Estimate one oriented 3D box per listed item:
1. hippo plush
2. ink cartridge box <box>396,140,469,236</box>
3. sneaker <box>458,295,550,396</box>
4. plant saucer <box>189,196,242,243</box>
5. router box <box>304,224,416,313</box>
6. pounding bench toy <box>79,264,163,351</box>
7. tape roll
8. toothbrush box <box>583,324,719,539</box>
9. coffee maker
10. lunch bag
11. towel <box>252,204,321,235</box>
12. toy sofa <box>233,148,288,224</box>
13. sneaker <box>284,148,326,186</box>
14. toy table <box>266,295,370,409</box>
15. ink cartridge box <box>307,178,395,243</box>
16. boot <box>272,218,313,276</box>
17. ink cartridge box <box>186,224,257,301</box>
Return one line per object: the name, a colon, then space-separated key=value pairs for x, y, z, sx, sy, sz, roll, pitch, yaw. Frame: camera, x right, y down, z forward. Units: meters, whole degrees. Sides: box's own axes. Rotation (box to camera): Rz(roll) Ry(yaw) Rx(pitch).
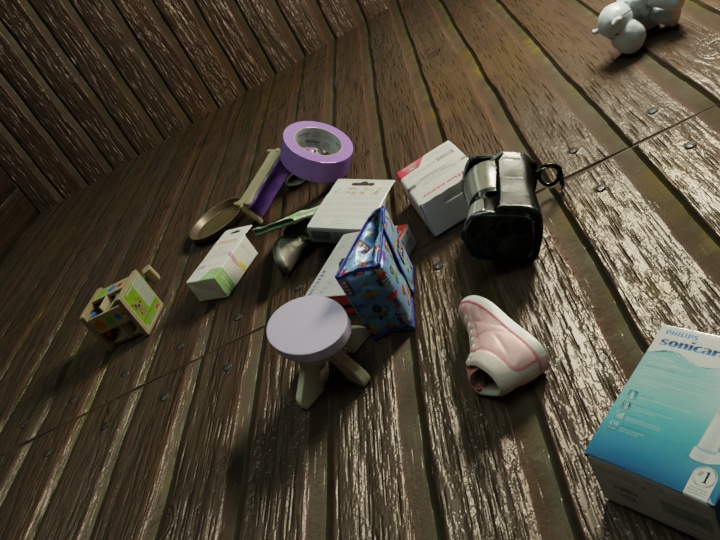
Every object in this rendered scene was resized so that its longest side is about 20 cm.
hippo plush: x=0.612 y=-0.585 z=1.489 sx=0.162 sy=0.200 sz=0.159 roll=-48 pitch=11 yaw=-13
ink cartridge box: x=0.173 y=-0.177 z=1.412 sx=0.142 sy=0.085 sz=0.201 roll=-31 pitch=29 yaw=4
sneaker: x=0.180 y=0.112 z=0.991 sx=0.103 sy=0.077 sz=0.200 roll=-33 pitch=33 yaw=-11
plant saucer: x=-0.431 y=-0.150 z=2.026 sx=0.196 sy=0.030 sz=0.202 roll=-26 pitch=30 yaw=16
router box: x=0.000 y=0.000 z=1.361 sx=0.176 sy=0.049 sz=0.202 roll=-7 pitch=39 yaw=38
pounding bench toy: x=-0.624 y=0.087 z=1.773 sx=0.152 sy=0.126 sz=0.203 roll=-22 pitch=31 yaw=19
tape roll: x=-0.120 y=-0.325 z=1.823 sx=0.193 sy=0.067 sz=0.203 roll=10 pitch=42 yaw=-9
toothbrush box: x=0.360 y=0.169 z=0.722 sx=0.201 sy=0.086 sz=0.144 roll=-48 pitch=32 yaw=-23
coffee maker: x=0.271 y=-0.119 z=1.181 sx=0.187 sy=0.136 sz=0.203 roll=-20 pitch=32 yaw=20
lunch bag: x=0.044 y=-0.006 z=1.223 sx=0.092 sy=0.153 sz=0.203 roll=-15 pitch=34 yaw=26
towel: x=-0.153 y=-0.132 z=1.638 sx=0.149 sy=0.024 sz=0.198 roll=-14 pitch=8 yaw=38
toy sofa: x=-0.262 y=-0.238 z=1.883 sx=0.097 sy=0.082 sz=0.204 roll=14 pitch=70 yaw=54
sneaker: x=-0.146 y=-0.320 z=1.960 sx=0.199 sy=0.073 sz=0.115 roll=-40 pitch=31 yaw=10
toy table: x=-0.069 y=0.133 z=1.166 sx=0.183 sy=0.119 sz=0.199 roll=-40 pitch=31 yaw=-14
ink cartridge box: x=-0.017 y=-0.139 z=1.549 sx=0.157 sy=0.051 sz=0.202 roll=4 pitch=39 yaw=23
boot: x=-0.129 y=-0.074 z=1.577 sx=0.127 sy=0.069 sz=0.202 roll=-20 pitch=28 yaw=20
ink cartridge box: x=-0.342 y=-0.021 z=1.710 sx=0.115 sy=0.068 sz=0.202 roll=-8 pitch=39 yaw=38
